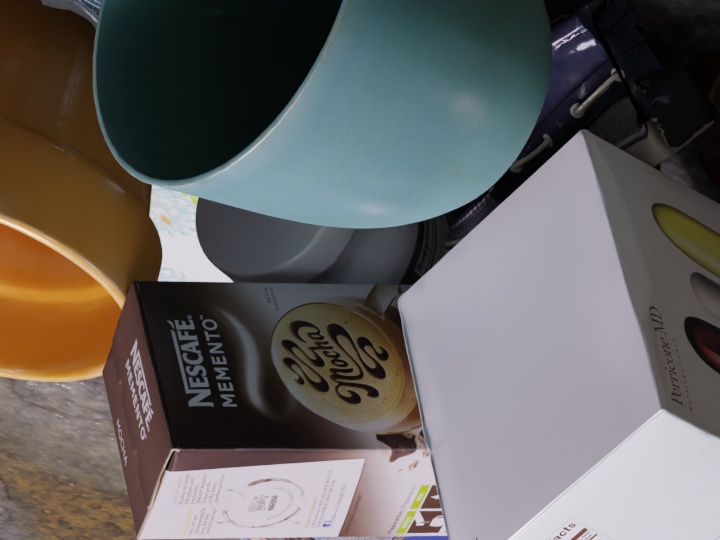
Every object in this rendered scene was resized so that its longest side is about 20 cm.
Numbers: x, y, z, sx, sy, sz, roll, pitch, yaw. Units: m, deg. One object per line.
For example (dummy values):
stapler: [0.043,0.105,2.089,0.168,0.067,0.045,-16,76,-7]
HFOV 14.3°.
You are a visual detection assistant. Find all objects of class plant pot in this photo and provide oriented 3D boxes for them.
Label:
plant pot: [-0.005,-0.110,1.381,0.160,0.202,0.200,22,155,-37]
plant pot: [-0.189,-0.068,1.561,0.199,0.184,0.200,13,153,7]

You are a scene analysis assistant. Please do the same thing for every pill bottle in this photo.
pill bottle: [0.000,0.000,1.604,0.115,0.116,0.200,-3,155,33]

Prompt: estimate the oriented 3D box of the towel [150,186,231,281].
towel: [-0.085,-0.036,1.714,0.170,0.048,0.200,-2,148,32]

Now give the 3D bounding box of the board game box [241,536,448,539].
board game box: [0.011,0.114,1.753,0.200,0.160,0.097,21,164,47]

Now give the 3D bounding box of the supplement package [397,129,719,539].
supplement package: [0.151,0.074,1.423,0.199,0.192,0.147,25,126,-33]

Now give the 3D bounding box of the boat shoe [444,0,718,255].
boat shoe: [0.095,-0.074,1.503,0.200,0.075,0.093,-33,92,46]

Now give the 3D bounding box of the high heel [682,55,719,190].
high heel: [0.248,-0.071,1.447,0.200,0.068,0.096,5,145,53]

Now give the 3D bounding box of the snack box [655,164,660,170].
snack box: [0.062,-0.071,1.593,0.199,0.024,0.072,3,152,24]

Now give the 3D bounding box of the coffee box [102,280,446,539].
coffee box: [-0.024,0.072,1.496,0.199,0.113,0.080,1,140,-22]

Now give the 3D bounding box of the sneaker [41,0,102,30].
sneaker: [-0.101,-0.142,1.496,0.199,0.074,0.082,31,148,-28]
